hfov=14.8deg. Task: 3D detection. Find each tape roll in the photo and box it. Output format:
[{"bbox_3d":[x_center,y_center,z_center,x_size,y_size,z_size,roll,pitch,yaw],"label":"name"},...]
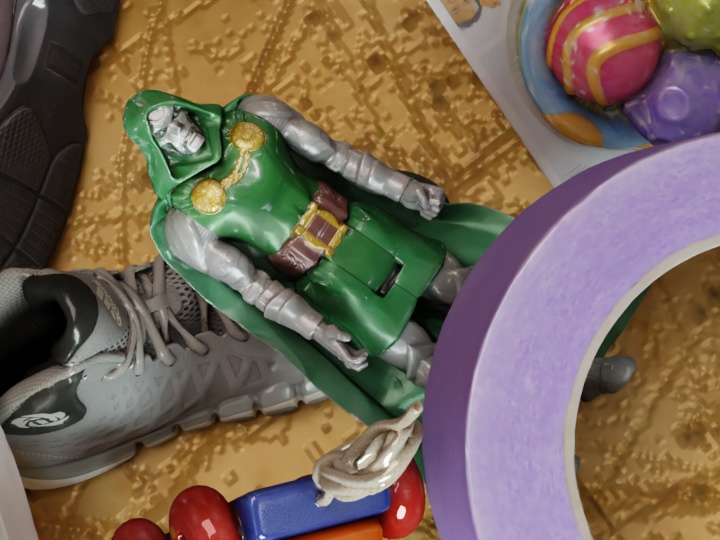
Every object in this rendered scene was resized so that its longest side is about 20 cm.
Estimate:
[{"bbox_3d":[0.124,0.055,0.900,0.200,0.085,0.200,0,89,-9],"label":"tape roll"}]

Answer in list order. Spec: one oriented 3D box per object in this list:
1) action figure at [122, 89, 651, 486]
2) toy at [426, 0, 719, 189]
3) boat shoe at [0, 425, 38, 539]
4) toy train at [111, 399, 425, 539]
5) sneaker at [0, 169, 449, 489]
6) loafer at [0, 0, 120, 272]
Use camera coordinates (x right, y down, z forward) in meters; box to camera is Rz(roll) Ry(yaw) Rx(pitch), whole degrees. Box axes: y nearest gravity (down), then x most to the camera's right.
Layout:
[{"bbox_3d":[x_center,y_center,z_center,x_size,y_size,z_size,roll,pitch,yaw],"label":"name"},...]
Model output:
[{"bbox_3d":[0.000,0.000,0.950,0.200,0.055,0.118,34,74,-16],"label":"action figure"},{"bbox_3d":[0.092,-0.090,0.932,0.115,0.200,0.047,-35,30,4],"label":"toy"},{"bbox_3d":[-0.155,0.096,0.952,0.072,0.071,0.200,-3,117,48],"label":"boat shoe"},{"bbox_3d":[-0.008,0.118,0.907,0.085,0.200,0.116,-13,82,-24],"label":"toy train"},{"bbox_3d":[-0.063,0.016,0.978,0.200,0.115,0.075,-28,72,6],"label":"sneaker"},{"bbox_3d":[-0.142,-0.064,1.050,0.063,0.072,0.200,6,70,29],"label":"loafer"}]
